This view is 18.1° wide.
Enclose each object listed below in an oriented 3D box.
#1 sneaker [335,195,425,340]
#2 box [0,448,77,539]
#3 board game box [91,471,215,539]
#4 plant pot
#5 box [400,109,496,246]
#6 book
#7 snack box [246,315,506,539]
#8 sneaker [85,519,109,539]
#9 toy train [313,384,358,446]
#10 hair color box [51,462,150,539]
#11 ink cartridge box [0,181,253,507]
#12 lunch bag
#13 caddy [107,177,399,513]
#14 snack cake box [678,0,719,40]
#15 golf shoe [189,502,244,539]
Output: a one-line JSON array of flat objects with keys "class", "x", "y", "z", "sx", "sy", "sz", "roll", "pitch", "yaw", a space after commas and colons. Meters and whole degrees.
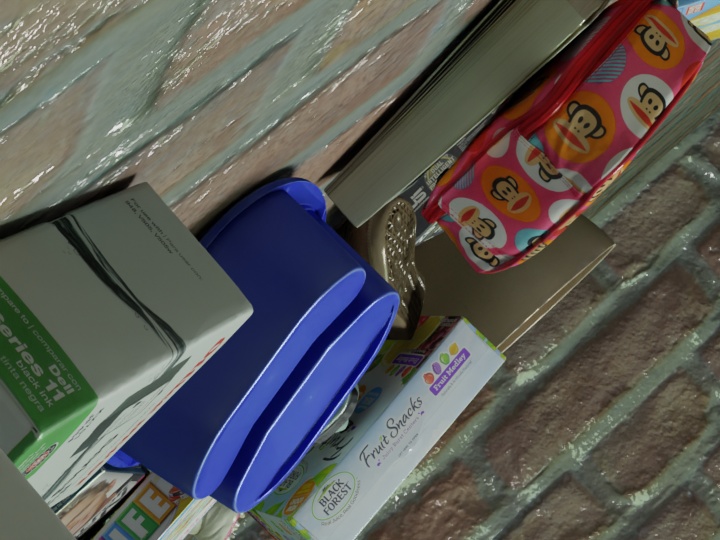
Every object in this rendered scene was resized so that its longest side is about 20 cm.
[{"class": "sneaker", "x": 0.000, "y": 0.000, "z": 1.630, "sx": 0.200, "sy": 0.075, "sz": 0.071, "roll": 76, "pitch": 28, "yaw": -65}, {"class": "box", "x": -0.221, "y": 0.145, "z": 0.745, "sx": 0.200, "sy": 0.172, "sz": 0.199, "roll": -44, "pitch": 174, "yaw": 27}, {"class": "board game box", "x": -0.144, "y": 0.175, "z": 1.505, "sx": 0.200, "sy": 0.034, "sz": 0.135, "roll": -49, "pitch": 174, "yaw": -15}, {"class": "plant pot", "x": 0.105, "y": -0.005, "z": 1.965, "sx": 0.200, "sy": 0.135, "sz": 0.200, "roll": -41, "pitch": 175, "yaw": -5}, {"class": "box", "x": 0.111, "y": -0.106, "z": 1.704, "sx": 0.200, "sy": 0.049, "sz": 0.161, "roll": -45, "pitch": 175, "yaw": 23}, {"class": "book", "x": 0.075, "y": -0.116, "z": 1.428, "sx": 0.200, "sy": 0.048, "sz": 0.134, "roll": -44, "pitch": 177, "yaw": 24}, {"class": "snack box", "x": 0.007, "y": 0.122, "z": 1.700, "sx": 0.200, "sy": 0.053, "sz": 0.142, "roll": -49, "pitch": -168, "yaw": -13}, {"class": "sneaker", "x": -0.183, "y": 0.167, "z": 1.624, "sx": 0.118, "sy": 0.074, "sz": 0.200, "roll": -50, "pitch": 172, "yaw": 35}, {"class": "toy train", "x": -0.052, "y": 0.070, "z": 1.583, "sx": 0.085, "sy": 0.114, "sz": 0.200, "roll": -41, "pitch": 174, "yaw": -1}, {"class": "hair color box", "x": -0.195, "y": 0.136, "z": 1.383, "sx": 0.100, "sy": 0.061, "sz": 0.200, "roll": -42, "pitch": 173, "yaw": -2}, {"class": "ink cartridge box", "x": -0.152, "y": 0.053, "z": 0.961, "sx": 0.147, "sy": 0.083, "sz": 0.200, "roll": -44, "pitch": 175, "yaw": 26}, {"class": "lunch bag", "x": 0.139, "y": -0.097, "z": 1.452, "sx": 0.176, "sy": 0.082, "sz": 0.200, "roll": -48, "pitch": -176, "yaw": -33}, {"class": "caddy", "x": -0.072, "y": 0.042, "z": 1.300, "sx": 0.201, "sy": 0.105, "sz": 0.141, "roll": -53, "pitch": 158, "yaw": 0}, {"class": "snack cake box", "x": 0.263, "y": -0.216, "z": 1.623, "sx": 0.114, "sy": 0.068, "sz": 0.200, "roll": -15, "pitch": 175, "yaw": 4}, {"class": "golf shoe", "x": -0.109, "y": 0.117, "z": 1.761, "sx": 0.075, "sy": 0.091, "sz": 0.201, "roll": -99, "pitch": -148, "yaw": -78}]
